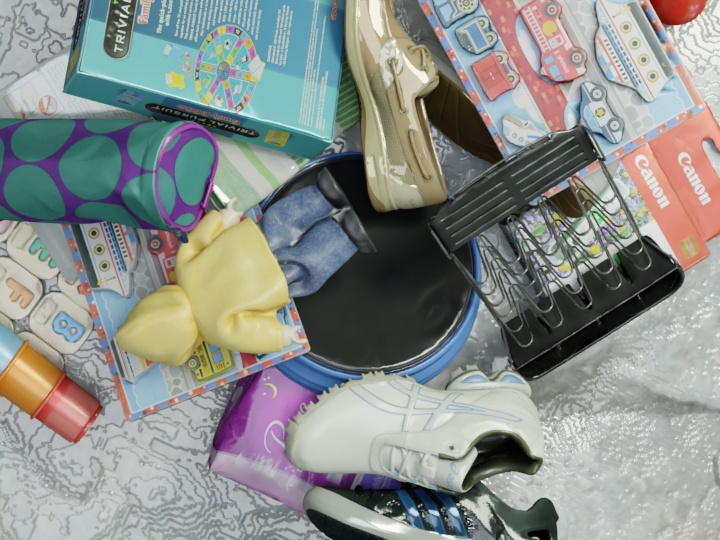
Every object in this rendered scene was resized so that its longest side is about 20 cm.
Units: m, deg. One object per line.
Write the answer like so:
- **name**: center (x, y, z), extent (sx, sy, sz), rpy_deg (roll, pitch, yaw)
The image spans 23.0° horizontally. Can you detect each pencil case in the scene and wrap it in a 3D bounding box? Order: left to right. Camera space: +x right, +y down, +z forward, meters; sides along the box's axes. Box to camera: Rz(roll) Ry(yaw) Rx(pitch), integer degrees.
- **pencil case**: center (-0.207, -0.069, 1.311), extent (0.199, 0.093, 0.086), rpy_deg (4, 60, 24)

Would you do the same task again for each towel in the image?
- **towel**: center (-0.075, -0.153, 1.370), extent (0.200, 0.023, 0.153), rpy_deg (-40, 93, -28)

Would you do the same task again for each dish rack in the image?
- **dish rack**: center (0.144, -0.016, 1.325), extent (0.153, 0.055, 0.200), rpy_deg (-33, 139, 4)

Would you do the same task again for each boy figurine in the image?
- **boy figurine**: center (-0.085, 0.012, 1.298), extent (0.199, 0.064, 0.125), rpy_deg (-34, 73, 0)

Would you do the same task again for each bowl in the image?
- **bowl**: center (0.000, 0.000, 1.385), extent (0.199, 0.039, 0.202), rpy_deg (3, 70, -9)

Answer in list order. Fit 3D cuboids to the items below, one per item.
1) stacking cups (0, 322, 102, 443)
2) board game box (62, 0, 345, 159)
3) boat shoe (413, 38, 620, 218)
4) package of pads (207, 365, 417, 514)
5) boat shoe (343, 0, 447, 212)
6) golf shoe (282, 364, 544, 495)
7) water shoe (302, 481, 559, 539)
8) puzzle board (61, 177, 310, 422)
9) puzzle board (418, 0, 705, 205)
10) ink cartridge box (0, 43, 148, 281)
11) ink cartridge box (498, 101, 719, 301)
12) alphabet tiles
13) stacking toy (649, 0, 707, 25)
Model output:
- **stacking cups**: center (-0.289, 0.059, 1.384), extent (0.199, 0.061, 0.061), rpy_deg (35, 91, -10)
- **board game box**: center (-0.110, -0.183, 1.324), extent (0.199, 0.047, 0.152), rpy_deg (14, 70, -20)
- **boat shoe**: center (0.118, -0.125, 1.405), extent (0.200, 0.071, 0.069), rpy_deg (40, 68, 11)
- **package of pads**: center (-0.012, 0.141, 1.415), extent (0.199, 0.076, 0.121), rpy_deg (26, 89, -6)
- **boat shoe**: center (0.029, -0.147, 1.353), extent (0.064, 0.071, 0.202), rpy_deg (-6, 100, 13)
- **golf shoe**: center (0.044, 0.127, 1.322), extent (0.198, 0.097, 0.079), rpy_deg (-9, 127, -12)
- **water shoe**: center (0.055, 0.188, 1.364), extent (0.199, 0.072, 0.079), rpy_deg (18, 67, -5)
- **puzzle board**: center (-0.140, -0.004, 1.349), extent (0.150, 0.017, 0.201), rpy_deg (-21, 75, 2)
- **puzzle board**: center (0.145, -0.173, 1.331), extent (0.150, 0.017, 0.201), rpy_deg (-29, 89, 12)
- **ink cartridge box**: center (-0.187, -0.110, 1.404), extent (0.199, 0.047, 0.161), rpy_deg (-31, 96, 4)
- **ink cartridge box**: center (0.224, -0.042, 1.432), extent (0.199, 0.050, 0.109), rpy_deg (-31, 95, 0)
- **alphabet tiles**: center (-0.300, 0.000, 1.413), extent (0.195, 0.015, 0.201), rpy_deg (36, 90, -6)
- **stacking toy**: center (0.181, -0.233, 1.409), extent (0.198, 0.085, 0.086), rpy_deg (10, 93, -12)
